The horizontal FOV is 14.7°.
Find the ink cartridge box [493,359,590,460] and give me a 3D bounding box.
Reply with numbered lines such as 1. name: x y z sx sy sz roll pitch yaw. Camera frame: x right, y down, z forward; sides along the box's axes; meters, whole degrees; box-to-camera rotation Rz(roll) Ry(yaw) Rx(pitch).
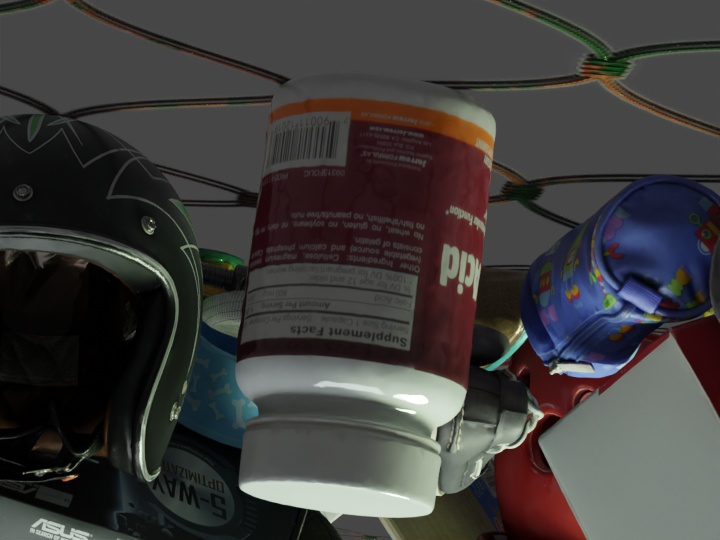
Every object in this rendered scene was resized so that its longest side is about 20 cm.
1. ink cartridge box: 0.158 0.125 2.055 0.146 0.083 0.200 -4 163 41

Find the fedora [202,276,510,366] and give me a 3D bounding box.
1. fedora: 0.000 0.000 1.557 0.176 0.091 0.200 7 175 6

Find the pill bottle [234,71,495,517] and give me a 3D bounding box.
1. pill bottle: 0.000 0.014 1.363 0.114 0.201 0.114 7 168 1

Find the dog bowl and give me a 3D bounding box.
1. dog bowl: -0.029 0.065 1.687 0.200 0.050 0.111 5 -159 -36

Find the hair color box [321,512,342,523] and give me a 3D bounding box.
1. hair color box: -0.048 0.111 1.815 0.064 0.111 0.200 -23 -174 36

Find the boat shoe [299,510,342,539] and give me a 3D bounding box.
1. boat shoe: -0.095 0.153 1.698 0.201 0.066 0.072 30 -144 18

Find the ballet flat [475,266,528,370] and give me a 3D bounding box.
1. ballet flat: 0.061 0.028 1.753 0.072 0.068 0.200 28 170 -3

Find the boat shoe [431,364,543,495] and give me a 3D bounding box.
1. boat shoe: 0.069 0.090 1.563 0.062 0.073 0.200 6 171 8

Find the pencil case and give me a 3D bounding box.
1. pencil case: 0.141 0.008 1.528 0.078 0.087 0.200 27 165 -4

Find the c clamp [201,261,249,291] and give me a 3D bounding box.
1. c clamp: -0.132 0.008 1.726 0.199 0.027 0.171 10 139 -3

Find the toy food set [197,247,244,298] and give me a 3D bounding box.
1. toy food set: -0.148 0.022 1.847 0.197 0.049 0.200 6 167 5

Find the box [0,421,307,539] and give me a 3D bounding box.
1. box: -0.130 0.126 1.607 0.199 0.044 0.160 18 -153 1

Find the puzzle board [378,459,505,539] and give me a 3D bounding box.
1. puzzle board: 0.035 0.123 1.810 0.017 0.200 0.151 -38 168 28

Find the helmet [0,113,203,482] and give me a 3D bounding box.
1. helmet: -0.174 0.012 1.491 0.199 0.191 0.200 2 -175 0

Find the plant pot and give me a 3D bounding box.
1. plant pot: 0.177 0.131 1.749 0.200 0.183 0.200 15 -176 -1

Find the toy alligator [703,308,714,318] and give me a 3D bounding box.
1. toy alligator: 0.223 0.021 1.609 0.059 0.054 0.200 4 167 13

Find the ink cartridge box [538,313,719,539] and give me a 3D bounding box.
1. ink cartridge box: 0.233 0.100 1.519 0.200 0.145 0.145 -16 161 -36

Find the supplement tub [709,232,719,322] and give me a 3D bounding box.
1. supplement tub: 0.281 0.016 1.433 0.199 0.107 0.107 13 167 -24
